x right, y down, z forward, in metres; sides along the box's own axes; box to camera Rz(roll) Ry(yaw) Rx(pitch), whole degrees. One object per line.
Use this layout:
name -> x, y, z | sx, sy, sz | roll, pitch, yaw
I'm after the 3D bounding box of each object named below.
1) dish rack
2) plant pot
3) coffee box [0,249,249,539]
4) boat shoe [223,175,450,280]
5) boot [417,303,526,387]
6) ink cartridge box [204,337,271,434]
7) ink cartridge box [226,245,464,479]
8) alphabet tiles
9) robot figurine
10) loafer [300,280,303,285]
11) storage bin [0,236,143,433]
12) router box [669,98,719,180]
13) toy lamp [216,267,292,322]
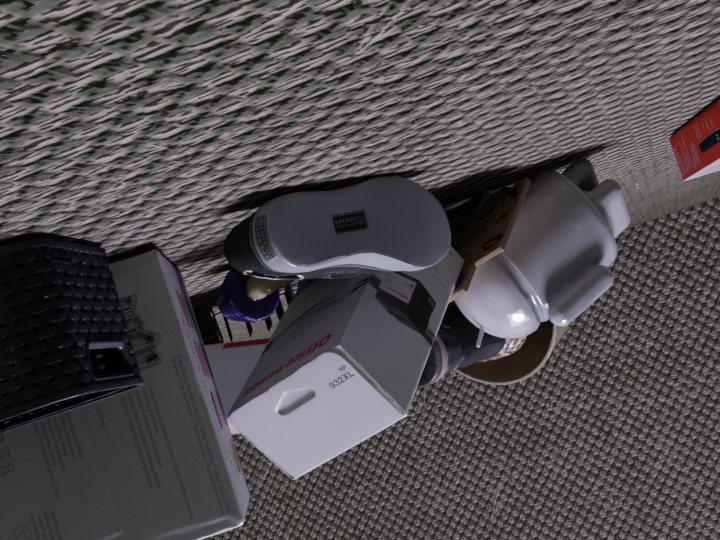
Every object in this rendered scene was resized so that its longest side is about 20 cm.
dish rack -> -0.100, 0.042, 1.325 | 0.197, 0.055, 0.153 | -18, 176, -8
plant pot -> 0.178, -0.001, 1.294 | 0.186, 0.189, 0.199 | -22, -173, 42
coffee box -> -0.207, 0.117, 0.877 | 0.197, 0.202, 0.198 | -18, 176, -5
boat shoe -> -0.013, -0.028, 0.825 | 0.056, 0.070, 0.198 | -17, 171, 41
boot -> 0.057, 0.066, 1.185 | 0.149, 0.074, 0.199 | -12, -170, -39
ink cartridge box -> -0.126, 0.132, 1.276 | 0.143, 0.084, 0.200 | -7, 169, 2
ink cartridge box -> -0.008, 0.056, 0.965 | 0.145, 0.084, 0.201 | -35, -162, 37
alphabet tiles -> 0.075, -0.010, 1.075 | 0.199, 0.008, 0.168 | -33, -159, 43
robot figurine -> 0.163, -0.016, 1.100 | 0.199, 0.170, 0.113 | -41, 135, -6
loafer -> 0.000, 0.000, 1.177 | 0.071, 0.064, 0.200 | 12, -162, 23
storage bin -> -0.248, 0.057, 0.698 | 0.197, 0.095, 0.135 | -20, 175, 6
router box -> 0.413, -0.151, 1.098 | 0.197, 0.050, 0.180 | -18, 176, -1
toy lamp -> -0.071, 0.006, 1.004 | 0.058, 0.059, 0.199 | -15, 175, -32
